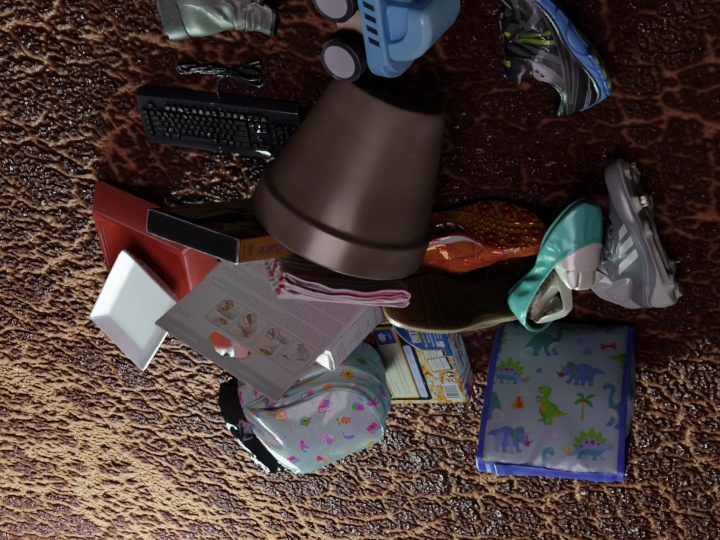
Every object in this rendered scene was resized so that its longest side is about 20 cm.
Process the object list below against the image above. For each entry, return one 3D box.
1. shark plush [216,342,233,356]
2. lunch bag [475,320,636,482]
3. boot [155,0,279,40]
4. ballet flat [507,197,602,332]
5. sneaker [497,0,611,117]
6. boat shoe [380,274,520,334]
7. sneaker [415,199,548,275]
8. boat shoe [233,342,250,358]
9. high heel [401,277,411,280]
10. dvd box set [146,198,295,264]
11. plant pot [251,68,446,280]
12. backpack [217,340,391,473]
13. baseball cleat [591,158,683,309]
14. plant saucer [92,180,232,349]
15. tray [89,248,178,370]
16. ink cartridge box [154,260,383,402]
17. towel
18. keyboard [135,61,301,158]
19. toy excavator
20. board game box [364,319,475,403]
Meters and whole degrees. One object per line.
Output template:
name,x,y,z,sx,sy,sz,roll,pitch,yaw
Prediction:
shark plush,-0.167,0.069,1.442,0.200,0.091,0.083,-13,106,53
lunch bag,0.234,0.163,1.261,0.170,0.200,0.128,1,129,18
boot,-0.155,-0.324,1.085,0.130,0.068,0.200,-3,135,16
ballet flat,0.222,0.004,1.163,0.067,0.071,0.200,-13,151,-25
sneaker,0.163,-0.226,1.035,0.083,0.071,0.200,-36,115,19
boat shoe,0.106,0.048,1.251,0.200,0.072,0.072,-6,154,-31
sneaker,0.125,-0.033,1.235,0.200,0.073,0.077,-2,146,29
boat shoe,-0.117,0.063,1.311,0.072,0.200,0.071,-20,138,24
high heel,0.000,0.000,1.298,0.199,0.067,0.096,6,127,12
dvd box set,-0.113,-0.048,1.187,0.146,0.200,0.029,19,109,37
plant pot,0.004,-0.116,1.131,0.200,0.200,0.174,22,117,0
backpack,-0.058,0.169,1.338,0.200,0.127,0.167,-23,131,14
baseball cleat,0.281,-0.028,1.169,0.106,0.070,0.200,-13,123,28
plant saucer,-0.261,0.002,1.367,0.200,0.037,0.200,23,137,29
tray,-0.288,0.050,1.388,0.107,0.022,0.200,46,143,3
ink cartridge box,-0.104,0.057,1.222,0.200,0.174,0.044,28,150,31
towel,-0.034,-0.010,1.199,0.146,0.200,0.030,5,110,-14
keyboard,-0.163,-0.186,1.227,0.199,0.021,0.127,8,131,12
toy excavator,0.061,-0.265,0.993,0.200,0.100,0.195,16,136,27
board game box,0.033,0.106,1.388,0.199,0.046,0.152,-3,128,22
